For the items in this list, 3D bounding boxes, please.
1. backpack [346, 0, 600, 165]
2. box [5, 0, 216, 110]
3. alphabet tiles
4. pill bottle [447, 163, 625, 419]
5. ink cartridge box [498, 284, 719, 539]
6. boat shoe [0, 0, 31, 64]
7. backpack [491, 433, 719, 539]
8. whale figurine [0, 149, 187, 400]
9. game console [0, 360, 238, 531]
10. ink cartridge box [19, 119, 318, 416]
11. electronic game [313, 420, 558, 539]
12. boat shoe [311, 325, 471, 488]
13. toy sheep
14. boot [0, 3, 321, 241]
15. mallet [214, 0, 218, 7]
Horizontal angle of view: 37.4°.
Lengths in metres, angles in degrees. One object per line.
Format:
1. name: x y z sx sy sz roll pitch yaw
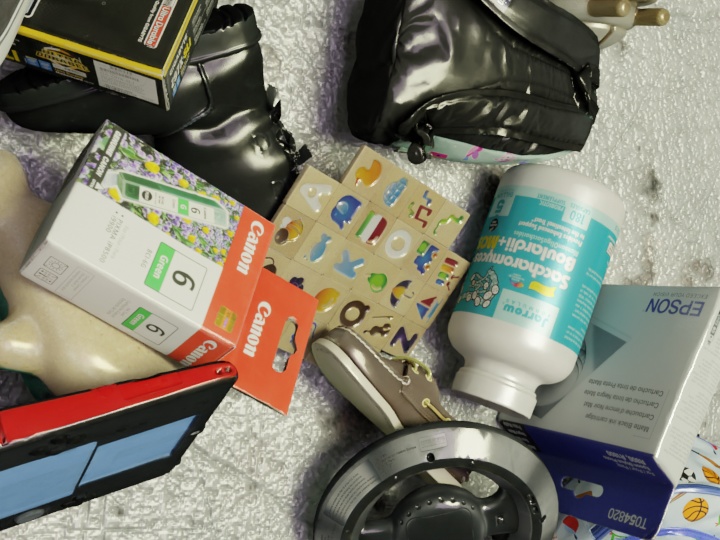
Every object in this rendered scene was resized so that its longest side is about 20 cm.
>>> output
1. backpack: 0.094 -0.159 0.854 0.200 0.127 0.167 9 97 -28
2. box: -0.166 -0.217 0.690 0.160 0.049 0.200 17 67 2
3. alphabet tiles: 0.000 0.000 0.827 0.200 0.006 0.166 28 97 -43
4. pill bottle: 0.142 0.019 0.894 0.111 0.111 0.200 25 79 -27
5. ink cartridge box: 0.200 0.105 0.880 0.041 0.200 0.200 32 75 -25
6. boat shoe: -0.214 -0.204 0.616 0.070 0.066 0.200 17 68 0
7. backpack: 0.248 0.231 0.909 0.200 0.154 0.191 21 116 -28
8. whale figurine: -0.203 0.017 0.716 0.200 0.104 0.159 45 44 -9
9. game console: -0.181 0.121 0.679 0.177 0.200 0.031 -10 68 -28
10. ink cartridge box: -0.107 0.001 0.696 0.200 0.050 0.109 32 47 -21
11. electronic game: 0.061 0.205 0.854 0.200 0.042 0.200 -4 119 -8
12. boat shoe: 0.036 0.106 0.856 0.060 0.072 0.200 -48 121 -13
13. toy sheep: 0.200 -0.258 0.906 0.138 0.138 0.200 7 97 -29
14. boot: -0.137 -0.087 0.754 0.198 0.073 0.163 -18 121 -9
15. mallet: -0.192 -0.217 0.747 0.200 0.041 0.066 29 80 -23
